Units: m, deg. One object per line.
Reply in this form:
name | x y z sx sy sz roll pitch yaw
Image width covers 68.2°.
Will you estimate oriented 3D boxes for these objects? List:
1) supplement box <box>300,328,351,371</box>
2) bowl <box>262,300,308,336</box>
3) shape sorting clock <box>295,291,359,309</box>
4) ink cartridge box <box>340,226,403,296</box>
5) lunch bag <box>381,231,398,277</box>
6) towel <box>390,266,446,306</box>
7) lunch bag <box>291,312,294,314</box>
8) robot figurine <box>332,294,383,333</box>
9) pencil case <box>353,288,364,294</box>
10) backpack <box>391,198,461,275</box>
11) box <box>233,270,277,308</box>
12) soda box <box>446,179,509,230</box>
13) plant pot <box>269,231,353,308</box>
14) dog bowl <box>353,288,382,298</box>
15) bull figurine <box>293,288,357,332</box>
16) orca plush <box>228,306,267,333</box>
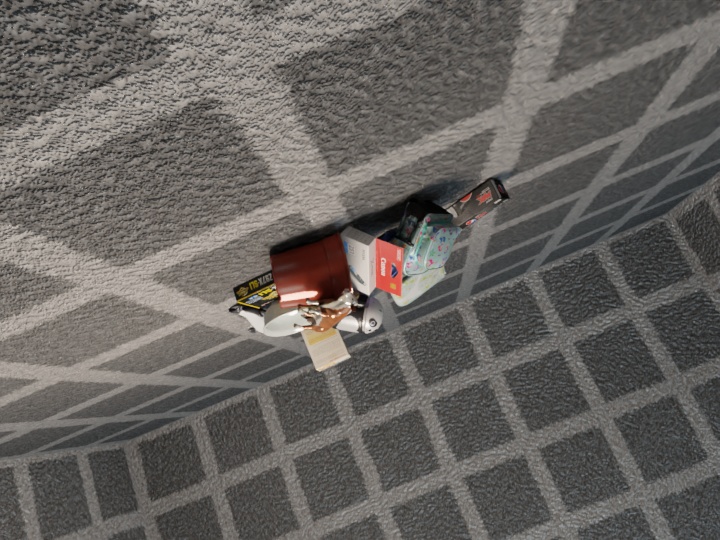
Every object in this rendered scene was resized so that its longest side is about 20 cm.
supplement box | -0.130 0.237 1.871 0.126 0.200 0.074 -24 165 -2
bowl | -0.234 0.134 1.747 0.201 0.091 0.201 -18 156 -8
shape sorting clock | -0.103 0.088 1.572 0.199 0.039 0.200 -3 -172 0
ink cartridge box | 0.031 -0.011 1.487 0.045 0.176 0.200 -49 151 -35
lunch bag | 0.130 -0.048 1.705 0.136 0.132 0.200 -48 155 22
towel | 0.182 0.026 1.692 0.200 0.048 0.171 -37 153 -2
lunch bag | -0.204 0.126 1.919 0.160 0.077 0.200 -28 164 13
robot figurine | -0.027 0.137 1.712 0.199 0.125 0.150 8 -173 7
pencil case | 0.000 0.000 1.656 0.085 0.084 0.200 -16 147 -2
backpack | 0.173 -0.079 1.489 0.177 0.151 0.200 -6 130 -52
box | -0.264 0.048 1.624 0.200 0.049 0.160 -25 163 8
soda box | 0.347 -0.195 1.614 0.063 0.071 0.200 -8 159 -46
plant pot | -0.136 0.011 1.441 0.195 0.201 0.201 -11 163 -8
dog bowl | -0.011 0.064 1.861 0.200 0.059 0.200 -16 -170 3
bull figurine | -0.092 0.108 1.382 0.121 0.065 0.200 11 145 -22
orca plush | -0.360 0.153 1.806 0.200 0.071 0.105 22 119 -39
